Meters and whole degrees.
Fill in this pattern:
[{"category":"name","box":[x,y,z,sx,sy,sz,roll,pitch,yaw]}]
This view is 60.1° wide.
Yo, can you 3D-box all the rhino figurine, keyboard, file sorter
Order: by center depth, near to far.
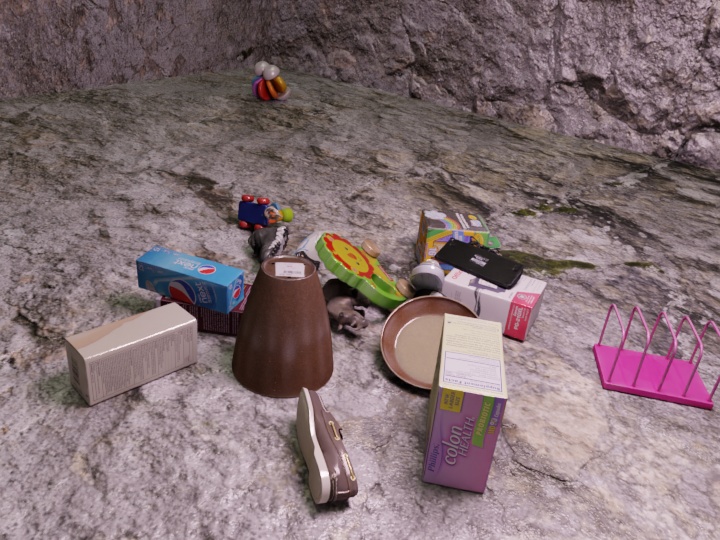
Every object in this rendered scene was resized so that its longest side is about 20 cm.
[{"category":"file sorter","box":[0.572,0.155,1.195,0.197,0.127,0.139,10,28,7]},{"category":"rhino figurine","box":[-0.029,0.074,1.280,0.086,0.060,0.200,6,24,-15]},{"category":"keyboard","box":[0.270,-0.015,1.385,0.199,0.040,0.104,26,55,34]}]

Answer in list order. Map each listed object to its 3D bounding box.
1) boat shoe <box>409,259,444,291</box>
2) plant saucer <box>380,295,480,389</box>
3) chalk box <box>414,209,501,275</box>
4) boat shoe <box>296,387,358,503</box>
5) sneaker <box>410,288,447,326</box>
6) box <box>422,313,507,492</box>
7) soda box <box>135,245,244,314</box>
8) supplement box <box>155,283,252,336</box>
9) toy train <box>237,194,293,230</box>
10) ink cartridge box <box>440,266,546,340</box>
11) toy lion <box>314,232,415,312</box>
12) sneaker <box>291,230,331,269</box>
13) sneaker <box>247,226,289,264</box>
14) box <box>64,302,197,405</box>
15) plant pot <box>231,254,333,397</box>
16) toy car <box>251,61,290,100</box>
[{"category":"boat shoe","box":[0.144,0.008,1.329,0.071,0.063,0.200,14,-13,6]},{"category":"plant saucer","box":[0.136,0.138,1.160,0.198,0.037,0.202,-3,53,4]},{"category":"chalk box","box":[0.246,-0.066,1.550,0.197,0.125,0.125,5,26,-5]},{"category":"boat shoe","box":[-0.053,0.254,0.924,0.059,0.073,0.201,4,31,-19]},{"category":"sneaker","box":[0.151,0.101,1.258,0.088,0.075,0.200,-10,31,-33]},{"category":"box","box":[0.159,0.197,0.962,0.095,0.178,0.200,9,27,6]},{"category":"soda box","box":[-0.325,0.016,1.189,0.198,0.065,0.068,14,31,14]},{"category":"supplement box","box":[-0.289,0.069,1.232,0.197,0.062,0.109,8,28,5]},{"category":"toy train","box":[-0.220,-0.143,1.610,0.115,0.086,0.199,-2,11,-45]},{"category":"ink cartridge box","box":[0.286,0.057,1.360,0.198,0.085,0.145,18,28,22]},{"category":"toy lion","box":[0.000,0.000,1.292,0.200,0.069,0.191,49,22,23]},{"category":"sneaker","box":[-0.129,-0.031,1.471,0.072,0.072,0.200,-17,19,35]},{"category":"sneaker","box":[-0.229,-0.056,1.487,0.089,0.067,0.200,4,23,2]},{"category":"box","box":[-0.379,0.135,1.050,0.077,0.096,0.199,28,32,36]},{"category":"plant pot","box":[-0.130,0.083,1.089,0.184,0.202,0.187,6,27,-3]},{"category":"toy car","box":[-0.439,-0.871,2.934,0.150,0.176,0.200,-44,46,-11]}]
